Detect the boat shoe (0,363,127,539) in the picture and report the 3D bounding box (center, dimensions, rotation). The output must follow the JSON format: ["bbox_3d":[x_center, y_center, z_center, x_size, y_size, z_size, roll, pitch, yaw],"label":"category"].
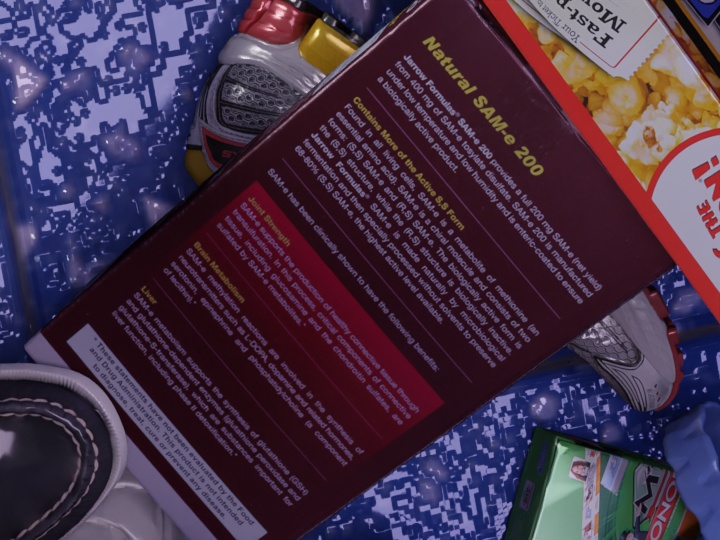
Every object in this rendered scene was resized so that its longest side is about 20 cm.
[{"bbox_3d":[-0.170,0.088,0.738,0.198,0.060,0.074,-18,100,8],"label":"boat shoe"}]

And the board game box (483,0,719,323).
[{"bbox_3d":[0.114,-0.077,0.696,0.201,0.046,0.151,53,40,-1],"label":"board game box"}]

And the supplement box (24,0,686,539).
[{"bbox_3d":[0.000,0.000,0.729,0.200,0.061,0.109,-37,96,29],"label":"supplement box"}]

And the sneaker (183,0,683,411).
[{"bbox_3d":[0.027,-0.011,0.802,0.199,0.078,0.082,35,94,-6],"label":"sneaker"}]

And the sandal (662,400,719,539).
[{"bbox_3d":[0.133,0.126,0.811,0.086,0.079,0.202,17,97,17],"label":"sandal"}]

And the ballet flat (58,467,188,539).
[{"bbox_3d":[-0.110,0.127,0.782,0.069,0.069,0.200,44,85,-13],"label":"ballet flat"}]

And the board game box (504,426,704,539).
[{"bbox_3d":[0.102,0.172,0.853,0.134,0.029,0.202,16,92,-13],"label":"board game box"}]
